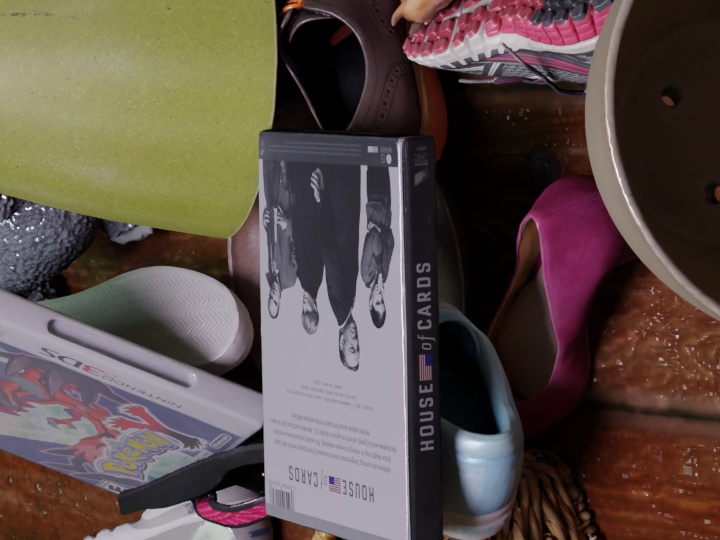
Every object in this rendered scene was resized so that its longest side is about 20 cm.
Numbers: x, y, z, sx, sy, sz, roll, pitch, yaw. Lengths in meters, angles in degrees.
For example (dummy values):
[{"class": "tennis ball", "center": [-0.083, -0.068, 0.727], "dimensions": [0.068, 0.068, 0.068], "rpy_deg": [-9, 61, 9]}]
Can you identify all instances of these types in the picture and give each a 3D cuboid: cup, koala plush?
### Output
[{"class": "cup", "center": [0.177, -0.064, 1.149], "dimensions": [0.143, 0.199, 0.201], "rpy_deg": [170, 89, -76]}, {"class": "koala plush", "center": [-0.228, -0.046, 1.633], "dimensions": [0.200, 0.177, 0.185], "rpy_deg": [2, 82, 53]}]

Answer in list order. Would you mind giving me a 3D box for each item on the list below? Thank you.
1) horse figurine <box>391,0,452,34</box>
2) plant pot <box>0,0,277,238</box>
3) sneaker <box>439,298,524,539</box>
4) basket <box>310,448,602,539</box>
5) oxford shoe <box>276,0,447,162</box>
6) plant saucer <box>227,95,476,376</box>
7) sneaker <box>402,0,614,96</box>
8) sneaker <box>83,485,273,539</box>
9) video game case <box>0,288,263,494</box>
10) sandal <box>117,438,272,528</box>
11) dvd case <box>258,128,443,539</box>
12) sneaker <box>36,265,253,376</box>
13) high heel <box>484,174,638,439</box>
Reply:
[{"class": "horse figurine", "center": [0.090, -0.197, 1.270], "dimensions": [0.199, 0.050, 0.133], "rpy_deg": [-10, 58, 45]}, {"class": "plant pot", "center": [-0.166, -0.113, 1.423], "dimensions": [0.187, 0.199, 0.188], "rpy_deg": [-179, 90, -70]}, {"class": "sneaker", "center": [0.033, 0.035, 1.344], "dimensions": [0.200, 0.074, 0.082], "rpy_deg": [57, 146, 33]}, {"class": "basket", "center": [0.018, 0.181, 1.403], "dimensions": [0.200, 0.148, 0.143], "rpy_deg": [-39, 69, 48]}, {"class": "oxford shoe", "center": [-0.011, -0.143, 1.402], "dimensions": [0.071, 0.072, 0.201], "rpy_deg": [-34, 59, 27]}, {"class": "plant saucer", "center": [0.000, 0.000, 1.473], "dimensions": [0.200, 0.034, 0.201], "rpy_deg": [15, 110, 48]}, {"class": "sneaker", "center": [0.092, -0.116, 1.311], "dimensions": [0.081, 0.075, 0.200], "rpy_deg": [-56, 28, -14]}, {"class": "sneaker", "center": [-0.122, 0.190, 1.627], "dimensions": [0.200, 0.074, 0.082], "rpy_deg": [-36, 70, 47]}, {"class": "video game case", "center": [-0.167, 0.076, 1.541], "dimensions": [0.200, 0.181, 0.023], "rpy_deg": [-40, 31, 62]}, {"class": "sandal", "center": [-0.061, 0.122, 1.486], "dimensions": [0.200, 0.075, 0.045], "rpy_deg": [-24, 78, 48]}, {"class": "dvd case", "center": [-0.007, 0.032, 1.318], "dimensions": [0.150, 0.025, 0.201], "rpy_deg": [8, 101, 61]}, {"class": "sneaker", "center": [-0.119, 0.057, 1.587], "dimensions": [0.199, 0.115, 0.074], "rpy_deg": [-6, 61, 38]}, {"class": "high heel", "center": [0.080, 0.028, 1.334], "dimensions": [0.068, 0.096, 0.200], "rpy_deg": [59, 136, 22]}]
